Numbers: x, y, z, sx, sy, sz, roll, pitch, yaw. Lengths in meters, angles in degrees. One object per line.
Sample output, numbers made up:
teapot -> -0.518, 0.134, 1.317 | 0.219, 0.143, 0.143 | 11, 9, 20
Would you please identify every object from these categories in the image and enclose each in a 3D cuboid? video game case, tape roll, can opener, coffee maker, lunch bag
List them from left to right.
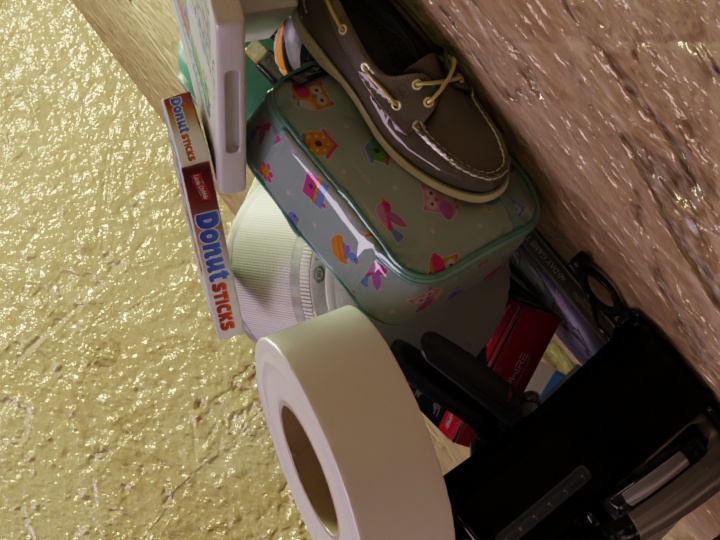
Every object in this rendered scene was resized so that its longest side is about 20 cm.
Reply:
video game case -> -0.109, -0.185, 1.597 | 0.182, 0.024, 0.200 | 93, 165, -55
tape roll -> -0.006, 0.128, 1.622 | 0.202, 0.071, 0.202 | 159, 90, -77
lunch bag -> 0.022, -0.072, 1.632 | 0.200, 0.160, 0.077 | 52, 144, 14
can opener -> 0.091, 0.099, 1.700 | 0.200, 0.063, 0.079 | 48, -148, -44
video game case -> 0.136, 0.000, 1.800 | 0.200, 0.019, 0.143 | 52, 173, 14
coffee maker -> 0.145, 0.131, 1.640 | 0.192, 0.200, 0.135 | 49, 172, 24

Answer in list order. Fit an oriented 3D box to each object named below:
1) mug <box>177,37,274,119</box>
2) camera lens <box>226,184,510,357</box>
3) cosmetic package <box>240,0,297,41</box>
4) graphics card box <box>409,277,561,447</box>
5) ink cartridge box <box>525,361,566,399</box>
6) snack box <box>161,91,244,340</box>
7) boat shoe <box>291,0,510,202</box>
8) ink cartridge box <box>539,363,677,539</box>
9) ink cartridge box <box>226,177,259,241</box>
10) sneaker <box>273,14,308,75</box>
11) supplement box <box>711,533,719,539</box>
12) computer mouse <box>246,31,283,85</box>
mug -> -0.091, -0.166, 2.030 | 0.152, 0.114, 0.185 | 55, 176, -1
camera lens -> 0.000, 0.000, 1.781 | 0.200, 0.160, 0.160 | 7, 137, 57
cosmetic package -> -0.090, -0.248, 1.655 | 0.200, 0.052, 0.151 | 171, 87, -82
graphics card box -> 0.072, 0.048, 1.858 | 0.051, 0.126, 0.200 | 19, -167, -33
ink cartridge box -> 0.107, 0.100, 2.036 | 0.200, 0.067, 0.116 | 29, 167, 14
snack box -> -0.116, -0.037, 1.697 | 0.200, 0.024, 0.072 | 82, 172, -51
boat shoe -> 0.033, -0.132, 1.586 | 0.202, 0.072, 0.060 | 48, 148, 10
ink cartridge box -> 0.156, 0.195, 1.830 | 0.084, 0.200, 0.144 | 43, 175, 45
ink cartridge box -> -0.033, -0.051, 1.959 | 0.048, 0.200, 0.146 | 0, 141, 30
sneaker -> 0.004, -0.142, 1.763 | 0.077, 0.078, 0.200 | 33, 168, 43
supplement box -> 0.248, 0.284, 1.730 | 0.103, 0.200, 0.131 | 51, 173, 9
computer mouse -> -0.083, -0.203, 1.832 | 0.200, 0.046, 0.140 | 54, -153, -12
